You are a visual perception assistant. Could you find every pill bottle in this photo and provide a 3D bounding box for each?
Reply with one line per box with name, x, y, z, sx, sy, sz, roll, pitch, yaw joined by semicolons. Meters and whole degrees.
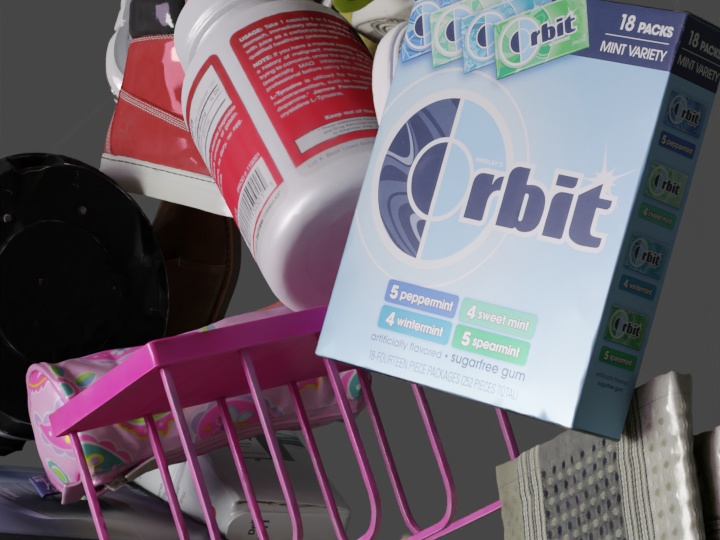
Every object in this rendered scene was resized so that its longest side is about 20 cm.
pill bottle;-0.033;-0.077;1.569;0.201;0.112;0.113;61;138;41

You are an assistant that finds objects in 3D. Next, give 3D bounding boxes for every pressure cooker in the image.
pressure cooker;-0.230;0.021;1.743;0.199;0.178;0.177;-5;103;55

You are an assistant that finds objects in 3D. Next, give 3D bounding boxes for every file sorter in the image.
file sorter;-0.034;0.097;1.486;0.139;0.199;0.126;-34;71;57

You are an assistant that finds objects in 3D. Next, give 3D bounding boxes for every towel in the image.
towel;0.129;0.163;1.361;0.192;0.034;0.202;143;124;-60

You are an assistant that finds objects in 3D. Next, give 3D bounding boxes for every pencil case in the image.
pencil case;-0.092;0.072;1.615;0.087;0.199;0.088;44;142;49

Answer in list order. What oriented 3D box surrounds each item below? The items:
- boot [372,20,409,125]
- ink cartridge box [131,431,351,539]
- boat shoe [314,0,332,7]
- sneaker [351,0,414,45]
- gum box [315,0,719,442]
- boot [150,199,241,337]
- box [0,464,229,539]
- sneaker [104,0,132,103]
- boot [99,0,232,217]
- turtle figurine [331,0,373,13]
boot;0.074;-0.051;1.452;0.090;0.072;0.201;-36;68;49
ink cartridge box;-0.092;0.158;1.734;0.200;0.083;0.148;50;129;55
boat shoe;-0.024;-0.204;1.686;0.201;0.073;0.067;107;147;-47
sneaker;0.059;-0.168;1.513;0.200;0.075;0.085;-19;51;65
gum box;0.077;-0.034;1.372;0.169;0.044;0.201;14;88;42
boot;-0.123;0.000;1.798;0.074;0.075;0.201;-130;41;-54
box;-0.202;0.185;1.635;0.200;0.197;0.124;19;100;62
sneaker;-0.105;-0.201;1.854;0.115;0.075;0.201;-23;57;39
boot;-0.069;-0.105;1.691;0.199;0.072;0.145;14;96;36
turtle figurine;-0.039;-0.217;1.515;0.162;0.064;0.201;-121;13;-52
